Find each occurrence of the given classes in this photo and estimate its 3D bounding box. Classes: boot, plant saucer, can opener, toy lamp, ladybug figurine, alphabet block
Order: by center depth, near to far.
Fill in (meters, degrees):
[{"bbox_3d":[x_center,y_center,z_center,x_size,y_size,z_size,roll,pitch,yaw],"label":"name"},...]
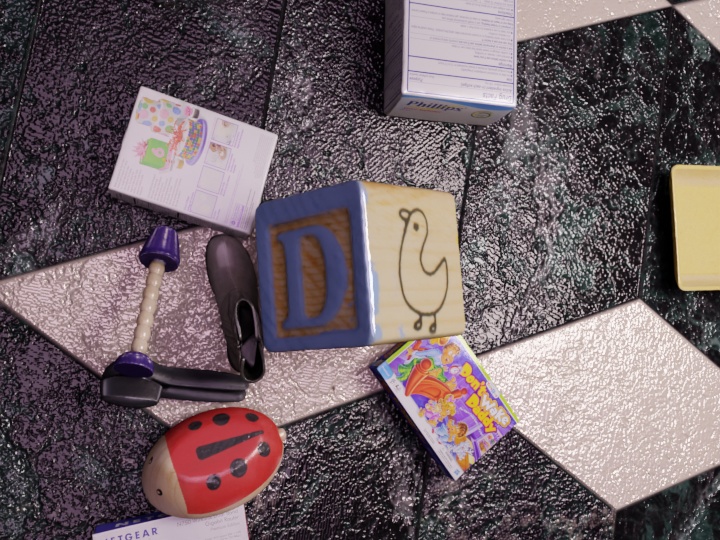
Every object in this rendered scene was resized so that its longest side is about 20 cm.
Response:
[{"bbox_3d":[0.000,0.000,0.989,0.198,0.194,0.200,-2,87,-49],"label":"alphabet block"},{"bbox_3d":[-0.274,0.036,0.995,0.057,0.058,0.204,12,63,-14],"label":"toy lamp"},{"bbox_3d":[-0.189,0.243,0.999,0.197,0.072,0.137,-20,65,-22],"label":"ladybug figurine"},{"bbox_3d":[-0.157,0.044,1.012,0.066,0.130,0.205,-12,88,-15],"label":"boot"},{"bbox_3d":[-0.247,0.154,1.019,0.196,0.064,0.080,8,57,-23],"label":"can opener"},{"bbox_3d":[0.593,-0.068,1.266,0.195,0.048,0.205,0,85,-15],"label":"plant saucer"}]

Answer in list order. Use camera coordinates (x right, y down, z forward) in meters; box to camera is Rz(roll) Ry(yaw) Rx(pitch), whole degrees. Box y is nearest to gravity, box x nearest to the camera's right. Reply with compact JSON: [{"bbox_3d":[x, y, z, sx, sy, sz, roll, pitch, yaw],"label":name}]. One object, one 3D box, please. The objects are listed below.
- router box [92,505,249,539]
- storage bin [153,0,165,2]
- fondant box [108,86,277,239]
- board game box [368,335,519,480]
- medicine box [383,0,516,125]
[{"bbox_3d":[-0.240,0.410,1.002,0.196,0.049,0.184,-9,88,-15],"label":"router box"},{"bbox_3d":[-0.231,-0.464,1.039,0.197,0.145,0.137,-25,102,-15],"label":"storage bin"},{"bbox_3d":[-0.228,-0.144,1.047,0.196,0.058,0.147,18,81,-14],"label":"fondant box"},{"bbox_3d":[0.124,0.182,1.121,0.134,0.045,0.202,-37,95,-15],"label":"board game box"},{"bbox_3d":[0.132,-0.335,1.136,0.178,0.103,0.205,3,85,-15],"label":"medicine box"}]
